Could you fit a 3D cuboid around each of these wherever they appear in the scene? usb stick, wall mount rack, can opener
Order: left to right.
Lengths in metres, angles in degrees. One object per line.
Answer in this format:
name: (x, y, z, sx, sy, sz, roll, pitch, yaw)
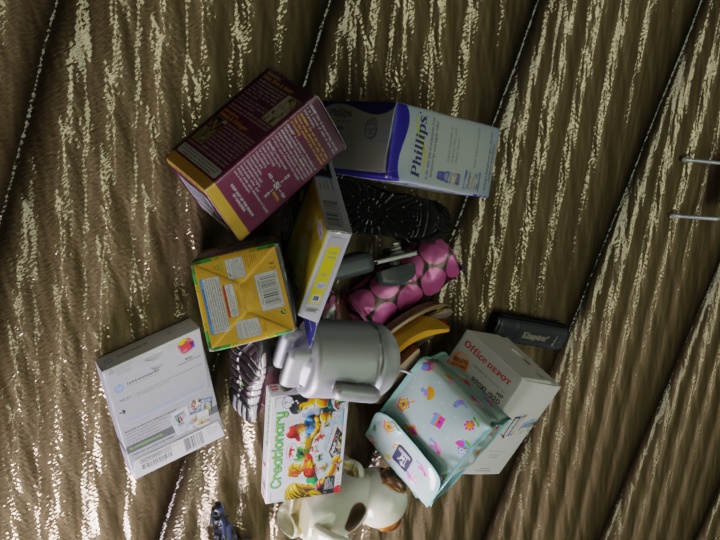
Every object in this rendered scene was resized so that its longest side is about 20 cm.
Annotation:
can opener: (0.000, 0.000, 1.613, 0.197, 0.053, 0.067, -10, 94, -23)
usb stick: (0.309, 0.112, 1.961, 0.198, 0.033, 0.056, 11, 108, -39)
wall mount rack: (0.695, -0.164, 2.073, 0.172, 0.074, 0.203, -14, 120, -33)

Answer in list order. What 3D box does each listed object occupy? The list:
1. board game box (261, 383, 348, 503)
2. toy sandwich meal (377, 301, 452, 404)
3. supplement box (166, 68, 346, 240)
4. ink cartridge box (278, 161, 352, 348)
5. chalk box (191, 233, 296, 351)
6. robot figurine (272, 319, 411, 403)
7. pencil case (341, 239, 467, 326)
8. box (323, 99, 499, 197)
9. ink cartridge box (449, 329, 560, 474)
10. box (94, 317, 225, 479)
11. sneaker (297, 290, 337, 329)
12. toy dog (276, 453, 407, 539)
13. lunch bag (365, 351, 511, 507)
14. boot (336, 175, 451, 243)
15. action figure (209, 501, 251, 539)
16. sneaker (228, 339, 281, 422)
board game box: (-0.086, 0.261, 1.636, 0.125, 0.035, 0.202, -5, 118, -20)
toy sandwich meal: (0.075, 0.132, 1.732, 0.204, 0.071, 0.206, -32, 161, -13)
supplement box: (-0.142, -0.160, 1.445, 0.200, 0.131, 0.104, -42, 131, -10)
ink cartridge box: (-0.074, -0.033, 1.483, 0.046, 0.199, 0.201, 10, 125, -22)
chalk box: (-0.160, 0.024, 1.492, 0.122, 0.200, 0.126, -13, 96, -3)
robot figurine: (-0.026, 0.129, 1.554, 0.197, 0.171, 0.114, 4, 129, -23)
pencil case: (0.068, 0.027, 1.716, 0.199, 0.091, 0.094, -33, 130, -15)
box: (0.065, -0.175, 1.534, 0.198, 0.183, 0.106, 8, 93, -36)
ink cartridge box: (0.213, 0.228, 1.841, 0.144, 0.147, 0.201, 14, 112, -53)
box: (-0.293, 0.190, 1.572, 0.155, 0.041, 0.202, -24, 125, -24)
sneaker: (-0.076, 0.091, 1.655, 0.080, 0.086, 0.202, -25, 104, -26)
toy dog: (-0.016, 0.377, 1.769, 0.198, 0.193, 0.142, -2, 102, -27)
lunch bag: (0.115, 0.261, 1.733, 0.201, 0.170, 0.122, -50, 161, 17)
boot: (0.032, -0.089, 1.629, 0.158, 0.208, 0.081, -13, 119, -79)
action figure: (-0.247, 0.479, 1.737, 0.192, 0.104, 0.203, -17, 97, -36)
sneaker: (-0.138, 0.138, 1.625, 0.115, 0.076, 0.201, -28, 150, -32)
